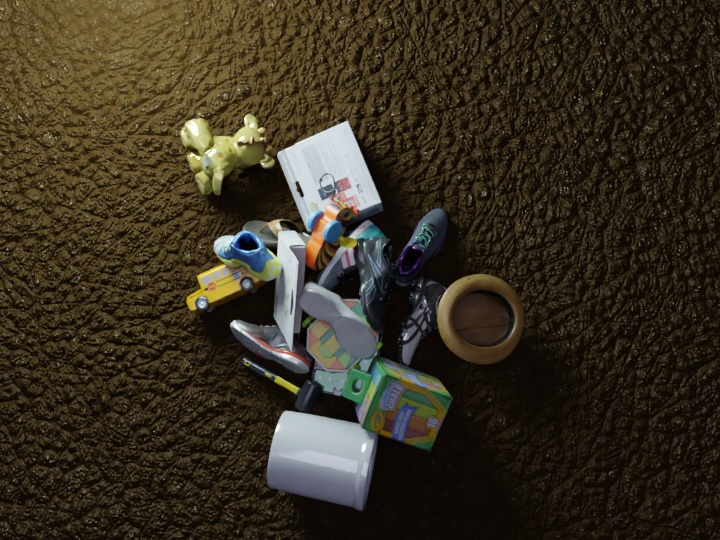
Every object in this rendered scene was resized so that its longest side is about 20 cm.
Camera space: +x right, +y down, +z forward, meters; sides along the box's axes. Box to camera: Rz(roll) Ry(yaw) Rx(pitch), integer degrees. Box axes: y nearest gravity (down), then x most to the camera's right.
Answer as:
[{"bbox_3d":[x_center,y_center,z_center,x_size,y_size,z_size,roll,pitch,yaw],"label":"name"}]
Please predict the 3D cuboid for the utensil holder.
[{"bbox_3d":[-0.074,0.385,1.429,0.198,0.170,0.171,9,83,6],"label":"utensil holder"}]

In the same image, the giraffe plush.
[{"bbox_3d":[-0.285,-0.266,1.545,0.161,0.200,0.174,-23,113,-23],"label":"giraffe plush"}]

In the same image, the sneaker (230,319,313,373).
[{"bbox_3d":[-0.187,0.150,1.526,0.199,0.077,0.082,28,64,2],"label":"sneaker"}]

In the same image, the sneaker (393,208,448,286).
[{"bbox_3d":[0.138,-0.056,1.506,0.074,0.088,0.201,31,75,2],"label":"sneaker"}]

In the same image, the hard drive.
[{"bbox_3d":[-0.025,0.172,1.520,0.139,0.038,0.202,9,82,5],"label":"hard drive"}]

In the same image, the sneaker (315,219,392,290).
[{"bbox_3d":[0.000,0.000,1.523,0.121,0.084,0.200,37,85,17],"label":"sneaker"}]

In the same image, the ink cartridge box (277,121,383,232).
[{"bbox_3d":[-0.066,-0.198,1.550,0.175,0.084,0.201,-22,81,2],"label":"ink cartridge box"}]

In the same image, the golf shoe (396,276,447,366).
[{"bbox_3d":[0.135,0.117,1.499,0.094,0.078,0.201,16,84,5],"label":"golf shoe"}]

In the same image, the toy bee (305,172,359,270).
[{"bbox_3d":[-0.048,-0.096,1.448,0.131,0.108,0.200,54,128,22],"label":"toy bee"}]

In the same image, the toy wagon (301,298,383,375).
[{"bbox_3d":[-0.023,0.120,1.489,0.200,0.040,0.155,-44,83,-3],"label":"toy wagon"}]

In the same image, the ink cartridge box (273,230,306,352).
[{"bbox_3d":[-0.137,0.040,1.440,0.043,0.174,0.201,-2,113,-21],"label":"ink cartridge box"}]

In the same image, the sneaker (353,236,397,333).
[{"bbox_3d":[0.037,0.027,1.436,0.079,0.075,0.202,-10,86,13],"label":"sneaker"}]

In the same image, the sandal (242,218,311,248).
[{"bbox_3d":[-0.163,-0.079,1.529,0.199,0.082,0.055,19,126,17],"label":"sandal"}]

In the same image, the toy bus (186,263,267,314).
[{"bbox_3d":[-0.288,0.026,1.541,0.199,0.065,0.079,-24,81,0],"label":"toy bus"}]

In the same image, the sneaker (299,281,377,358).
[{"bbox_3d":[-0.039,0.094,1.441,0.075,0.089,0.200,-40,105,16],"label":"sneaker"}]

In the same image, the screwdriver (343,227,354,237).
[{"bbox_3d":[-0.105,-0.055,1.567,0.199,0.028,0.029,-18,52,7],"label":"screwdriver"}]

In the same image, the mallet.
[{"bbox_3d":[-0.170,0.228,1.502,0.199,0.041,0.066,32,89,23],"label":"mallet"}]

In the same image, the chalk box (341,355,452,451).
[{"bbox_3d":[0.064,0.261,1.423,0.199,0.124,0.125,20,97,-12],"label":"chalk box"}]

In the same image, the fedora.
[{"bbox_3d":[0.246,0.103,1.480,0.199,0.082,0.202,1,85,-15],"label":"fedora"}]

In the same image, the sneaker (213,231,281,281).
[{"bbox_3d":[-0.248,-0.053,1.462,0.199,0.105,0.076,21,59,35],"label":"sneaker"}]
